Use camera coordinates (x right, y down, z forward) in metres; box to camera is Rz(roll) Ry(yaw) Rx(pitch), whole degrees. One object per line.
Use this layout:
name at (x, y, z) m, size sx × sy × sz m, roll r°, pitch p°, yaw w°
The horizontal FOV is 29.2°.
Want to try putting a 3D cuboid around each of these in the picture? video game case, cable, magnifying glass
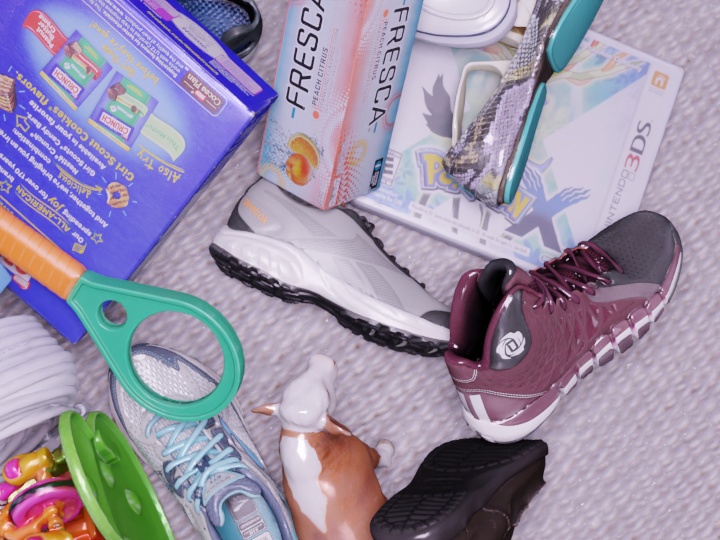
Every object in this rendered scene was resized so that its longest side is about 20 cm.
video game case at (0.114, -0.096, 0.986) m, size 0.198 × 0.022 × 0.184 m, roll 21°, pitch 81°, yaw -4°
cable at (-0.258, 0.100, 0.811) m, size 0.199 × 0.200 × 0.070 m, roll -32°, pitch 82°, yaw -18°
magnifying glass at (-0.159, 0.021, 0.859) m, size 0.199 × 0.022 × 0.080 m, roll 35°, pitch 111°, yaw -5°

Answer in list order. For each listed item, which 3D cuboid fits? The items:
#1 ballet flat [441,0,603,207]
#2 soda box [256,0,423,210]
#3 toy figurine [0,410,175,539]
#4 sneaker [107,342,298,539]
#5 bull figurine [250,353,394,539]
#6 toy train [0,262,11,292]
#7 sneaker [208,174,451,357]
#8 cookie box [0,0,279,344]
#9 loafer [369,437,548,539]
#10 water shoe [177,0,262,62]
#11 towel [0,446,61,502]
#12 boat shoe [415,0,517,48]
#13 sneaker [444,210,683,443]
ballet flat at (0.109, -0.144, 0.949) m, size 0.071 × 0.072 × 0.202 m, roll 26°, pitch 80°, yaw -4°
soda box at (-0.009, -0.146, 0.892) m, size 0.063 × 0.068 × 0.202 m, roll 30°, pitch 122°, yaw 27°
toy figurine at (-0.217, 0.182, 0.827) m, size 0.182 × 0.200 × 0.151 m, roll -25°, pitch 62°, yaw -3°
sneaker at (-0.093, 0.129, 0.902) m, size 0.077 × 0.086 × 0.201 m, roll -38°, pitch 89°, yaw -9°
bull figurine at (-0.007, 0.152, 0.888) m, size 0.064 × 0.121 × 0.202 m, roll -15°, pitch 88°, yaw 19°
toy train at (-0.313, -0.002, 0.848) m, size 0.199 × 0.087 × 0.115 m, roll 19°, pitch 59°, yaw 37°
sneaker at (0.000, 0.000, 0.937) m, size 0.198 × 0.074 × 0.080 m, roll 27°, pitch 76°, yaw -4°
cookie box at (-0.179, -0.087, 0.879) m, size 0.171 × 0.075 × 0.200 m, roll 41°, pitch 110°, yaw -2°
loafer at (0.066, 0.160, 0.886) m, size 0.072 × 0.199 × 0.072 m, roll -3°, pitch 101°, yaw 32°
water shoe at (-0.165, -0.175, 0.929) m, size 0.197 × 0.079 × 0.072 m, roll -3°, pitch 84°, yaw -8°
towel at (-0.222, 0.170, 0.918) m, size 0.085 × 0.018 × 0.202 m, roll -27°, pitch 87°, yaw -15°
boat shoe at (0.013, -0.214, 0.933) m, size 0.199 × 0.067 × 0.074 m, roll 29°, pitch 86°, yaw 17°
sneaker at (0.130, 0.012, 0.900) m, size 0.200 × 0.075 × 0.116 m, roll -47°, pitch 135°, yaw -14°
